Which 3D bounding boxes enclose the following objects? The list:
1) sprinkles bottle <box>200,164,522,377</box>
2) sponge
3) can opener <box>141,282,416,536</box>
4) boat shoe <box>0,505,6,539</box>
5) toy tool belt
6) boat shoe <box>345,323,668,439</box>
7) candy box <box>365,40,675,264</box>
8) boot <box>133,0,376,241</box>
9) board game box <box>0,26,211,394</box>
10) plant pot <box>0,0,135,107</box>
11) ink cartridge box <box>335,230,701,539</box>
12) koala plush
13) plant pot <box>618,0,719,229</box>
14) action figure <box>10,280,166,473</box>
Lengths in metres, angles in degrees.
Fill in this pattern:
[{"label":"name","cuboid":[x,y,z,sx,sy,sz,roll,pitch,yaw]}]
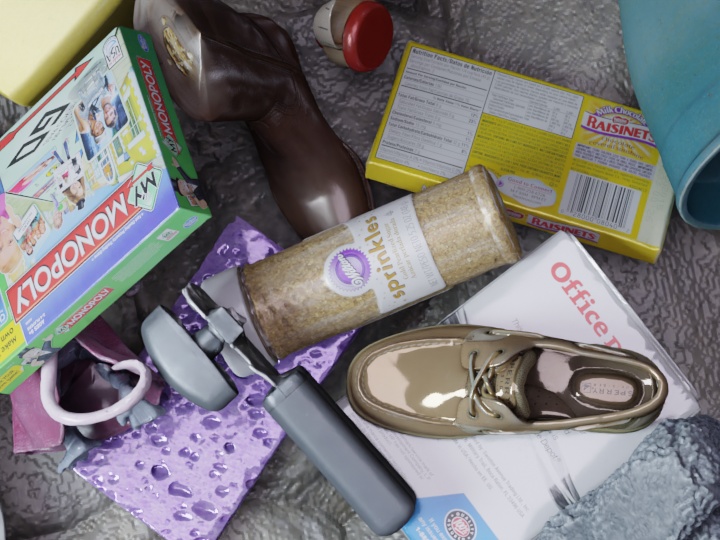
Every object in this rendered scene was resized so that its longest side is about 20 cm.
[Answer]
[{"label":"sprinkles bottle","cuboid":[0.000,0.000,1.596,0.199,0.068,0.069,-23,83,7]},{"label":"sponge","cuboid":[-0.093,0.078,1.651,0.111,0.030,0.200,34,85,6]},{"label":"can opener","cuboid":[-0.052,0.092,1.547,0.067,0.053,0.200,-41,91,5]},{"label":"boat shoe","cuboid":[-0.276,0.138,1.615,0.064,0.074,0.203,-5,83,-36]},{"label":"toy tool belt","cuboid":[-0.008,-0.232,1.656,0.122,0.125,0.201,16,79,35]},{"label":"boat shoe","cuboid":[0.089,0.066,1.544,0.199,0.065,0.072,-1,83,2]},{"label":"candy box","cuboid":[0.111,-0.078,1.649,0.199,0.026,0.103,17,59,4]},{"label":"boot","cuboid":[-0.066,-0.090,1.581,0.064,0.200,0.187,-29,80,12]},{"label":"board game box","cuboid":[-0.180,-0.035,1.521,0.200,0.029,0.135,-39,56,31]},{"label":"plant pot","cuboid":[-0.210,-0.212,1.616,0.199,0.200,0.177,32,96,5]},{"label":"ink cartridge box","cuboid":[0.096,0.093,1.615,0.200,0.086,0.147,-37,83,-4]},{"label":"koala plush","cuboid":[0.216,0.182,1.563,0.183,0.200,0.178,-34,81,35]},{"label":"plant pot","cuboid":[0.251,-0.159,1.596,0.199,0.200,0.189,-25,69,-2]},{"label":"action figure","cuboid":[-0.210,0.024,1.600,0.133,0.149,0.201,-24,80,0]}]
